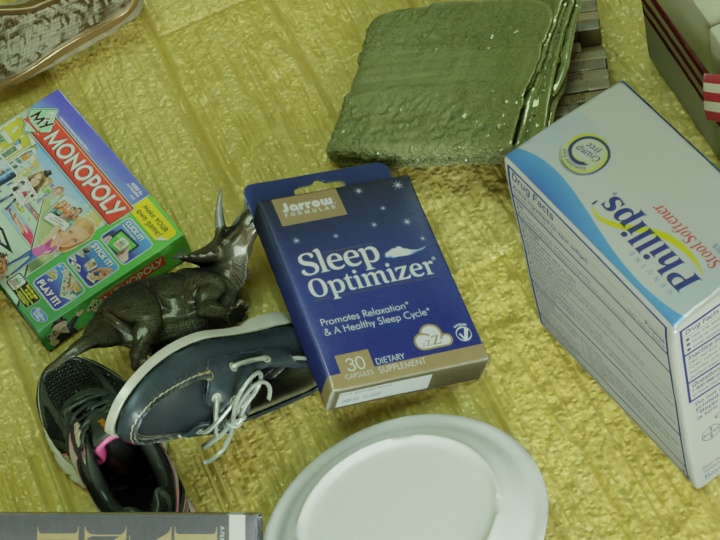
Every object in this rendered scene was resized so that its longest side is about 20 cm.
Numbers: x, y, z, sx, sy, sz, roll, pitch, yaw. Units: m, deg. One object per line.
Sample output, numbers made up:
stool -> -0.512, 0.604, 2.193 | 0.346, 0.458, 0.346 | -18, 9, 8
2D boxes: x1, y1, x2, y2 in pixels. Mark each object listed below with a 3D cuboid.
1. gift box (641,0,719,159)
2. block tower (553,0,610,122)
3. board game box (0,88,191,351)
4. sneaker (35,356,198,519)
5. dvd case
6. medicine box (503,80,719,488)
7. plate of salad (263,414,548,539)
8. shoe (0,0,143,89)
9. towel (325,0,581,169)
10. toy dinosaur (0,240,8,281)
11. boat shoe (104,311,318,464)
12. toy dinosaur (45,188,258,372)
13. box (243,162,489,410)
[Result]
gift box -> 0.302, -0.181, 1.545 | 0.184, 0.200, 0.187 | -27, 54, -1
block tower -> 0.162, -0.156, 1.646 | 0.054, 0.058, 0.201 | -9, 51, 7
board game box -> -0.239, -0.043, 1.675 | 0.134, 0.029, 0.200 | -35, 54, -12
sneaker -> -0.168, 0.123, 1.499 | 0.080, 0.086, 0.200 | -33, 53, -13
dvd case -> -0.161, 0.234, 1.413 | 0.199, 0.016, 0.149 | -1, 86, 12
medicine box -> 0.198, 0.011, 1.422 | 0.103, 0.200, 0.182 | -33, 54, -11
plate of salad -> 0.031, 0.179, 1.435 | 0.199, 0.048, 0.200 | -13, 42, 12
shoe -> -0.271, -0.194, 1.785 | 0.199, 0.053, 0.070 | -21, 85, 2
towel -> 0.071, -0.140, 1.631 | 0.199, 0.036, 0.149 | -1, 59, 37
toy dinosaur -> -0.361, -0.025, 1.646 | 0.199, 0.102, 0.136 | -4, 98, 10
boat shoe -> -0.095, 0.084, 1.478 | 0.062, 0.075, 0.200 | 41, 28, 20
toy dinosaur -> -0.141, 0.034, 1.570 | 0.200, 0.077, 0.102 | -30, 45, -15
box -> 0.000, 0.000, 1.546 | 0.121, 0.032, 0.200 | -11, 57, -20
